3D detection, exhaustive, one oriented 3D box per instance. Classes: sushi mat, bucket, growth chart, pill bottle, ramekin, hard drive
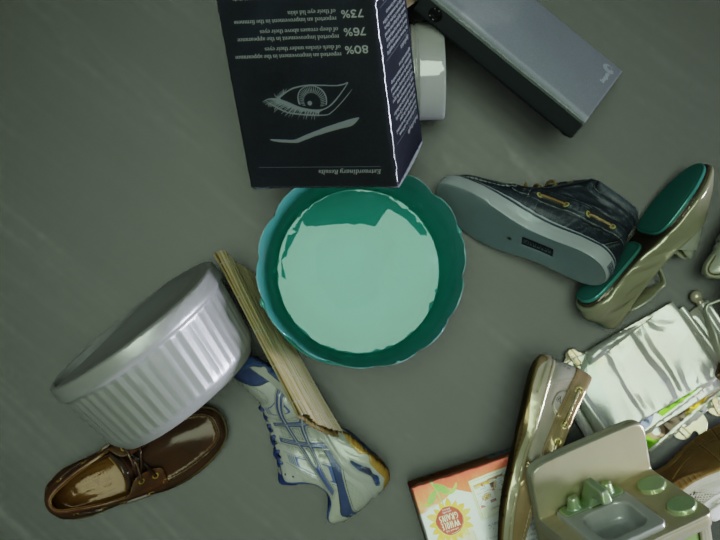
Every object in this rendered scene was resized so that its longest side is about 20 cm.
[{"bbox_3d":[-0.080,0.072,1.313,0.012,0.096,0.201,-34,64,8],"label":"sushi mat"},{"bbox_3d":[0.000,0.000,1.327,0.206,0.135,0.208,0,88,-1],"label":"bucket"},{"bbox_3d":[0.304,0.113,1.383,0.199,0.018,0.145,-25,89,0],"label":"growth chart"},{"bbox_3d":[-0.016,-0.196,1.344,0.199,0.114,0.115,-2,89,1],"label":"pill bottle"},{"bbox_3d":[-0.196,0.088,1.305,0.202,0.202,0.094,-37,102,0],"label":"ramekin"},{"bbox_3d":[0.161,-0.228,1.340,0.200,0.140,0.033,40,128,1],"label":"hard drive"}]

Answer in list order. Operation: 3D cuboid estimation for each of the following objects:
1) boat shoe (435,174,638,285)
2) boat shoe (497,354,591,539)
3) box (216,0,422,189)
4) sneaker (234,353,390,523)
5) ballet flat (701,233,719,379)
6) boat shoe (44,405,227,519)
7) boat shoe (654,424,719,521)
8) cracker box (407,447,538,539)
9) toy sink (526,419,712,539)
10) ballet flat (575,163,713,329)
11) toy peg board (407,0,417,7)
[{"bbox_3d":[0.181,-0.063,1.370,0.200,0.071,0.091,27,59,15],"label":"boat shoe"},{"bbox_3d":[0.180,0.186,1.300,0.069,0.074,0.201,13,86,3],"label":"boat shoe"},{"bbox_3d":[-0.033,-0.182,1.211,0.147,0.104,0.201,2,119,16],"label":"box"},{"bbox_3d":[-0.066,0.172,1.356,0.200,0.075,0.088,43,90,2],"label":"sneaker"},{"bbox_3d":[0.379,0.020,1.352,0.065,0.071,0.201,-1,80,-2],"label":"ballet flat"},{"bbox_3d":[-0.228,0.201,1.360,0.199,0.068,0.072,-25,89,0],"label":"boat shoe"},{"bbox_3d":[0.347,0.221,1.357,0.200,0.071,0.069,-34,108,12],"label":"boat shoe"},{"bbox_3d":[0.141,0.292,1.359,0.133,0.058,0.201,-17,88,-3],"label":"cracker box"},{"bbox_3d":[0.251,0.264,1.256,0.130,0.112,0.201,-20,112,-18],"label":"toy sink"},{"bbox_3d":[0.302,-0.020,1.370,0.069,0.069,0.200,43,91,1],"label":"ballet flat"},{"bbox_3d":[-0.031,-0.327,1.325,0.098,0.200,0.200,-32,98,31],"label":"toy peg board"}]
